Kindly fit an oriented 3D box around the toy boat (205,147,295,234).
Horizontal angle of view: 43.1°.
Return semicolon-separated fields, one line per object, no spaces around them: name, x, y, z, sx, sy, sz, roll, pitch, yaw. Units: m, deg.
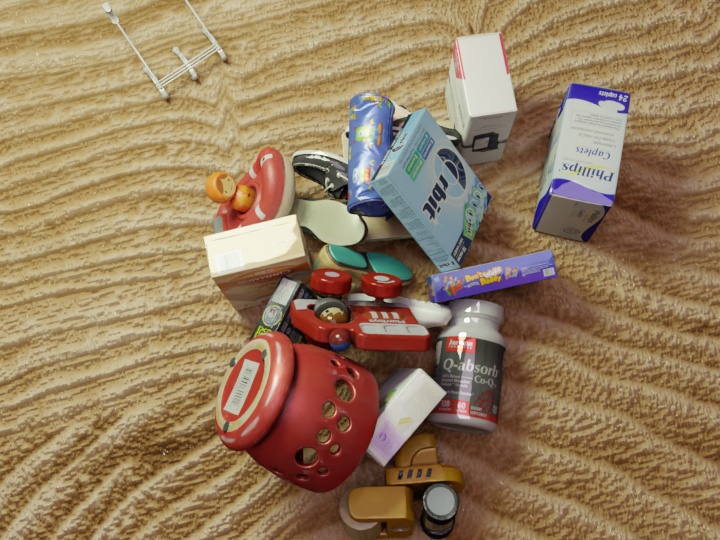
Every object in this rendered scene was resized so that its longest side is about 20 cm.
toy boat;-0.201;-0.125;1.532;0.200;0.130;0.132;-44;41;27

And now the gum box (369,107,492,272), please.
gum box;0.118;-0.129;1.458;0.200;0.044;0.171;50;48;-25

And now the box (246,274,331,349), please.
box;-0.118;0.132;1.479;0.044;0.160;0.202;18;75;34

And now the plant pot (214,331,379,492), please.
plant pot;-0.098;0.200;1.322;0.181;0.199;0.203;29;74;-31

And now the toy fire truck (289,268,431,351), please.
toy fire truck;-0.004;0.077;1.387;0.197;0.168;0.114;4;106;-13

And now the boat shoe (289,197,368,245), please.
boat shoe;-0.063;-0.083;1.550;0.198;0.062;0.072;15;87;34

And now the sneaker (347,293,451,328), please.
sneaker;0.062;0.085;1.507;0.198;0.076;0.082;1;78;37

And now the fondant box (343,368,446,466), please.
fondant box;0.048;0.224;1.422;0.058;0.200;0.144;42;80;-1

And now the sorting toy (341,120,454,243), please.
sorting toy;0.075;-0.147;1.595;0.197;0.070;0.202;-6;74;1

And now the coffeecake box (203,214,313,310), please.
coffeecake box;-0.159;-0.009;1.501;0.151;0.200;0.074;-14;73;0

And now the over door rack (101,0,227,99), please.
over door rack;-0.360;-0.440;1.695;0.147;0.067;0.201;-35;96;-7

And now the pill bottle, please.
pill bottle;0.176;0.156;1.480;0.114;0.116;0.203;7;75;5

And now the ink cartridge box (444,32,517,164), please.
ink cartridge box;0.203;-0.289;1.561;0.083;0.200;0.147;-7;74;-2

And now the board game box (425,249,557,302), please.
board game box;0.212;0.010;1.506;0.197;0.134;0.045;-12;89;-1

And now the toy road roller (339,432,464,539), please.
toy road roller;0.065;0.340;1.436;0.197;0.123;0.148;-4;60;0

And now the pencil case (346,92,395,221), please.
pencil case;0.020;-0.184;1.466;0.086;0.078;0.203;-7;73;27

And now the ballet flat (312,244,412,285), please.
ballet flat;0.000;0.000;1.532;0.063;0.198;0.069;-47;47;30

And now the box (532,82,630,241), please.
box;0.367;-0.177;1.528;0.103;0.184;0.203;12;75;5

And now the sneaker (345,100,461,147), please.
sneaker;0.075;-0.250;1.551;0.197;0.074;0.081;10;73;6

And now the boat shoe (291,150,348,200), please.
boat shoe;-0.026;-0.146;1.530;0.197;0.074;0.061;18;71;0
